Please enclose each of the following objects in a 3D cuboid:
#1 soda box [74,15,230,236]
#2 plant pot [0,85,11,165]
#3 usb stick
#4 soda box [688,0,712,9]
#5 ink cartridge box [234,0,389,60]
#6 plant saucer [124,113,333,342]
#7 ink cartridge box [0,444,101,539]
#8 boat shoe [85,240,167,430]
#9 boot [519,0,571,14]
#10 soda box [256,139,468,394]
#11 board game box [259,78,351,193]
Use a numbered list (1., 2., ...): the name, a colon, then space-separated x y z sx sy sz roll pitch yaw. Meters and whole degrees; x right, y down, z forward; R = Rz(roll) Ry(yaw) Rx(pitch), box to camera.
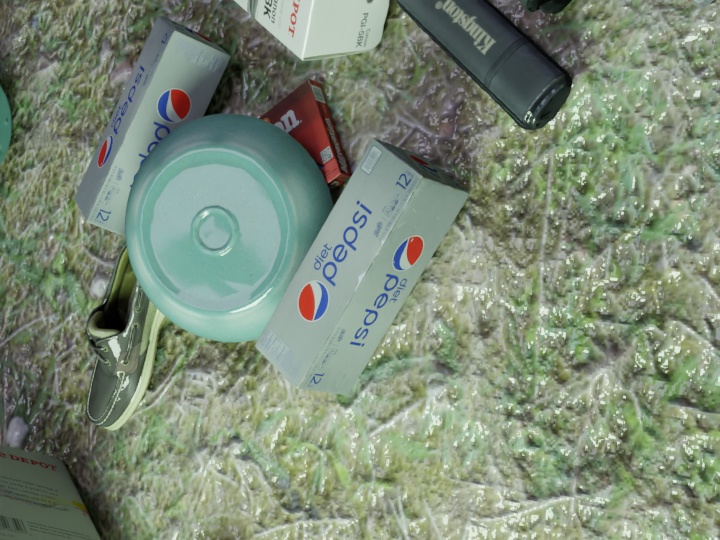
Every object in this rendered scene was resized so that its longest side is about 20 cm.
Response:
1. soda box: -0.199 -0.134 1.287 0.201 0.063 0.068 -63 29 11
2. plant pot: -0.474 -0.159 1.453 0.160 0.200 0.202 8 86 27
3. usb stick: 0.095 -0.186 1.087 0.056 0.033 0.200 -53 53 19
4. soda box: 0.283 -0.275 0.931 0.200 0.063 0.070 -41 58 27
5. ink cartridge box: -0.060 -0.294 1.171 0.200 0.083 0.147 44 135 37
6. plant saucer: -0.121 -0.035 1.176 0.199 0.036 0.201 1 95 16
7. ink cartridge box: -0.340 0.272 1.251 0.145 0.147 0.200 -57 39 12
8. boat shoe: -0.225 0.055 1.269 0.072 0.066 0.202 39 112 44
9. boot: 0.076 -0.278 1.006 0.066 0.165 0.201 -36 80 42
10. soda box: 0.000 0.000 1.093 0.063 0.068 0.201 40 107 36
11. board game box: -0.098 -0.076 1.232 0.200 0.019 0.103 -34 60 29
